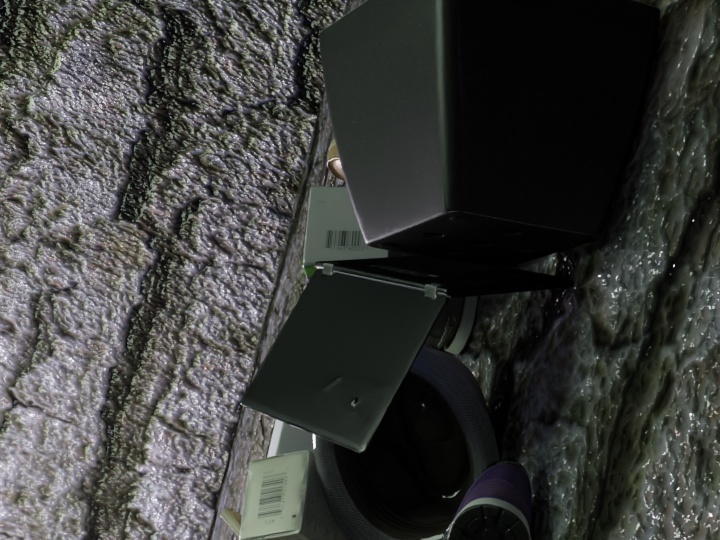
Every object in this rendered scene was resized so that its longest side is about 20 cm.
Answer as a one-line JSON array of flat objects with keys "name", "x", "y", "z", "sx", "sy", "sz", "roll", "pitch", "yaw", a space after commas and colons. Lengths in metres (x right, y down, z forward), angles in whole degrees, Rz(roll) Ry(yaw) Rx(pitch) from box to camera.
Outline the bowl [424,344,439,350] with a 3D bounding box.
[{"name": "bowl", "x": 0.029, "y": 0.044, "z": 1.565, "sx": 0.200, "sy": 0.074, "sz": 0.202, "roll": 131, "pitch": 134, "yaw": -71}]

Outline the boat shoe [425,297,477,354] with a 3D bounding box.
[{"name": "boat shoe", "x": 0.088, "y": -0.015, "z": 1.456, "sx": 0.072, "sy": 0.060, "sz": 0.203, "roll": 120, "pitch": 162, "yaw": -58}]

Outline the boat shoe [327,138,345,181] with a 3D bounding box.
[{"name": "boat shoe", "x": 0.028, "y": -0.096, "z": 1.490, "sx": 0.199, "sy": 0.074, "sz": 0.067, "roll": 11, "pitch": 65, "yaw": 50}]

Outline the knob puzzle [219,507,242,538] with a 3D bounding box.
[{"name": "knob puzzle", "x": -0.076, "y": 0.323, "z": 1.498, "sx": 0.030, "sy": 0.220, "sz": 0.220, "roll": -47, "pitch": 8, "yaw": -4}]

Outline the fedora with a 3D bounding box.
[{"name": "fedora", "x": 0.051, "y": 0.147, "z": 1.223, "sx": 0.090, "sy": 0.175, "sz": 0.202, "roll": -27, "pitch": -74, "yaw": -56}]

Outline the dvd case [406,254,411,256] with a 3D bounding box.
[{"name": "dvd case", "x": 0.054, "y": -0.109, "z": 1.313, "sx": 0.200, "sy": 0.017, "sz": 0.144, "roll": 70, "pitch": -150, "yaw": -69}]

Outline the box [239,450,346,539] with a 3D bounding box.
[{"name": "box", "x": -0.024, "y": 0.242, "z": 1.307, "sx": 0.068, "sy": 0.200, "sz": 0.083, "roll": -14, "pitch": 51, "yaw": 28}]

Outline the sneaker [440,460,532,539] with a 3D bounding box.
[{"name": "sneaker", "x": 0.085, "y": 0.233, "z": 1.103, "sx": 0.088, "sy": 0.075, "sz": 0.201, "roll": -61, "pitch": -4, "yaw": -59}]

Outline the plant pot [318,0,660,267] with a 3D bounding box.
[{"name": "plant pot", "x": 0.092, "y": -0.106, "z": 1.098, "sx": 0.199, "sy": 0.198, "sz": 0.179, "roll": -20, "pitch": 64, "yaw": 59}]

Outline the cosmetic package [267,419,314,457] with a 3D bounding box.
[{"name": "cosmetic package", "x": -0.048, "y": 0.169, "z": 1.461, "sx": 0.113, "sy": 0.080, "sz": 0.202, "roll": 117, "pitch": 168, "yaw": -67}]

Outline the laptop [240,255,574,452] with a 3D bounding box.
[{"name": "laptop", "x": 0.034, "y": 0.057, "z": 1.151, "sx": 0.187, "sy": 0.198, "sz": 0.117, "roll": 12, "pitch": 104, "yaw": 56}]

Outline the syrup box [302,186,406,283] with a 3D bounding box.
[{"name": "syrup box", "x": 0.000, "y": 0.000, "z": 1.359, "sx": 0.200, "sy": 0.078, "sz": 0.082, "roll": 76, "pitch": -163, "yaw": -65}]
